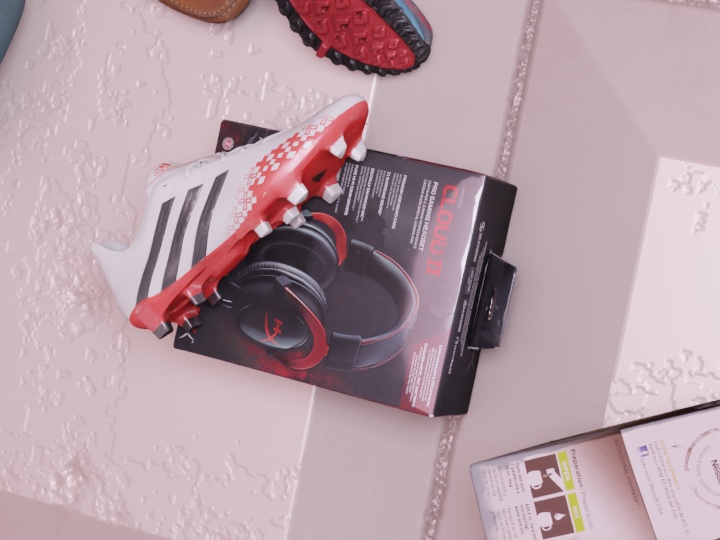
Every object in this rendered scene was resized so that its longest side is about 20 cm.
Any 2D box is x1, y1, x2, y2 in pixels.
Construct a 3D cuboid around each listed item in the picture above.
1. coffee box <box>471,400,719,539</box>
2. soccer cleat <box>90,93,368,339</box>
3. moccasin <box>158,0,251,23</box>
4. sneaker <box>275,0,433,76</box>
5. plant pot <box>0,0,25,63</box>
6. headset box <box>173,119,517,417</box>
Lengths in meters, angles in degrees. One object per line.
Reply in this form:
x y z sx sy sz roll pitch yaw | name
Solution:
0.177 0.120 0.943 0.199 0.113 0.080 -16 83 20 | coffee box
-0.079 -0.046 1.000 0.200 0.069 0.085 -44 77 18 | soccer cleat
-0.147 -0.235 1.103 0.074 0.078 0.202 -45 74 14 | moccasin
-0.023 -0.210 1.053 0.200 0.096 0.079 42 143 -5 | sneaker
-0.303 -0.185 1.120 0.134 0.200 0.200 -32 75 -20 | plant pot
0.000 0.000 1.042 0.199 0.075 0.150 14 93 21 | headset box
